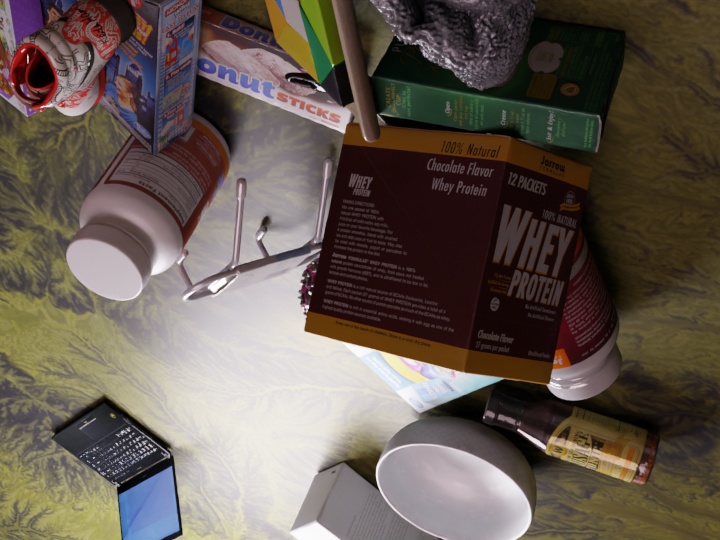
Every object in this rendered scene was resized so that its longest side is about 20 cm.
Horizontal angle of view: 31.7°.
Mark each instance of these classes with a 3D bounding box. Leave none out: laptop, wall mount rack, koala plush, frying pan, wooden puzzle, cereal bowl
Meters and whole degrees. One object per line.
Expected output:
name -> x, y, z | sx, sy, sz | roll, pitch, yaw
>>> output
laptop -> -0.359, 0.312, 1.856 | 0.200, 0.104, 0.177 | 41, 137, -17
wall mount rack -> -0.105, -0.038, 1.336 | 0.174, 0.199, 0.075 | -37, 76, 48
koala plush -> 0.115, -0.260, 0.968 | 0.199, 0.178, 0.184 | -32, 102, 30
frying pan -> 0.034, -0.158, 1.204 | 0.189, 0.031, 0.115 | 6, 152, 22
wooden puzzle -> -0.048, -0.226, 1.083 | 0.037, 0.200, 0.186 | -25, 135, -10
cereal bowl -> 0.124, 0.247, 1.559 | 0.199, 0.084, 0.201 | 14, 139, 13

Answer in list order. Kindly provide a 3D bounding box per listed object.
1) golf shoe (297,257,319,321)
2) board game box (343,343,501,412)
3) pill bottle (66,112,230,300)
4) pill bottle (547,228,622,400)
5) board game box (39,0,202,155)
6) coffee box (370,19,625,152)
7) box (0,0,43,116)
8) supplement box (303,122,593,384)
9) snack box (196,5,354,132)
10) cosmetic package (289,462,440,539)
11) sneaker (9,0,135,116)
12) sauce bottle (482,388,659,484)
golf shoe -> 0.000, 0.000, 1.359 | 0.092, 0.073, 0.200 | -4, 148, -33
board game box -> 0.089, 0.072, 1.422 | 0.151, 0.047, 0.200 | 43, 137, -19
pill bottle -> -0.221, -0.068, 1.312 | 0.111, 0.201, 0.113 | 14, 139, 13
pill bottle -> 0.194, 0.033, 1.277 | 0.112, 0.113, 0.201 | -7, 130, 32
board game box -> -0.228, -0.243, 1.214 | 0.200, 0.062, 0.200 | 45, 147, 3
coffee box -> 0.120, -0.170, 1.095 | 0.199, 0.123, 0.044 | 11, 138, 14
box -> -0.372, -0.270, 1.265 | 0.137, 0.039, 0.201 | 37, 144, 24
supplement box -> 0.079, -0.018, 1.153 | 0.196, 0.202, 0.132 | 11, 179, 43
snack box -> -0.095, -0.202, 1.244 | 0.199, 0.024, 0.072 | 22, 141, 4
cosmetic package -> 0.012, 0.366, 1.728 | 0.200, 0.102, 0.071 | 42, 138, -17
sneaker -> -0.288, -0.183, 1.189 | 0.067, 0.108, 0.201 | 49, 147, -4
sauce bottle -> 0.239, 0.187, 1.454 | 0.199, 0.066, 0.066 | 16, 139, 10
